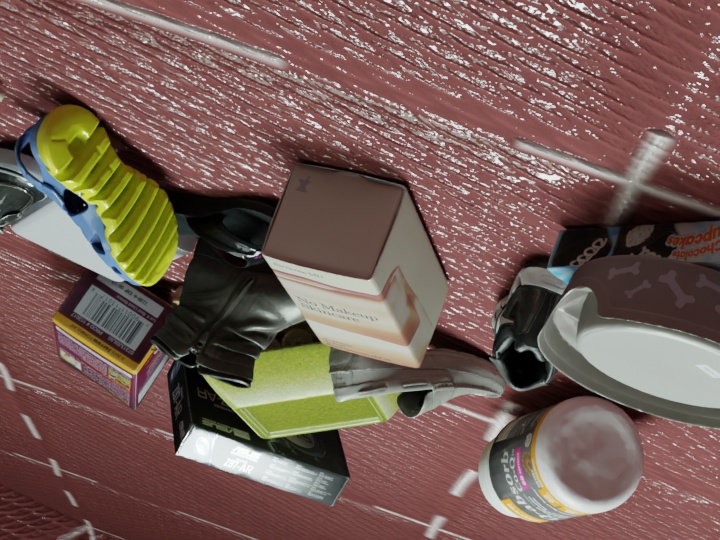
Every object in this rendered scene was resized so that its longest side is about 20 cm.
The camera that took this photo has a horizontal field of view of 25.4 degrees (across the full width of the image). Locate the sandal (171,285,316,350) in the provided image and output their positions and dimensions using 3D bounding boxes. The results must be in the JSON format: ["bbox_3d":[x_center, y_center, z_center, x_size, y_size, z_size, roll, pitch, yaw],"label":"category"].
[{"bbox_3d":[-0.112,0.071,1.669,0.210,0.070,0.078,10,159,26],"label":"sandal"}]

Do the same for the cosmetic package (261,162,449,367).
[{"bbox_3d":[0.000,0.000,1.333,0.103,0.088,0.200,14,160,21],"label":"cosmetic package"}]

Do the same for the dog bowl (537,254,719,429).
[{"bbox_3d":[0.233,0.053,1.172,0.199,0.059,0.200,17,161,6],"label":"dog bowl"}]

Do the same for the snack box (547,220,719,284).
[{"bbox_3d":[0.251,0.007,1.178,0.116,0.037,0.199,34,157,-36],"label":"snack box"}]

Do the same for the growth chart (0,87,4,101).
[{"bbox_3d":[-0.391,-0.167,1.377,0.144,0.018,0.200,30,158,-26],"label":"growth chart"}]

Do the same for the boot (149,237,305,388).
[{"bbox_3d":[-0.089,0.056,1.507,0.199,0.131,0.068,17,161,9],"label":"boot"}]

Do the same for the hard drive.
[{"bbox_3d":[-0.256,-0.039,1.578,0.131,0.027,0.200,28,159,-22],"label":"hard drive"}]

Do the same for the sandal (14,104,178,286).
[{"bbox_3d":[-0.231,-0.067,1.387,0.087,0.080,0.201,8,141,42],"label":"sandal"}]

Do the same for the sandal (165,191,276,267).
[{"bbox_3d":[-0.123,-0.031,1.432,0.199,0.048,0.075,8,157,34],"label":"sandal"}]

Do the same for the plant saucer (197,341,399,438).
[{"bbox_3d":[-0.052,0.129,1.667,0.198,0.048,0.200,-8,160,7],"label":"plant saucer"}]

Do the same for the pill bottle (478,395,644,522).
[{"bbox_3d":[0.199,0.199,1.638,0.116,0.117,0.200,23,161,-11],"label":"pill bottle"}]

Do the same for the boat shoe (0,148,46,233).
[{"bbox_3d":[-0.351,-0.065,1.532,0.072,0.071,0.200,29,159,-24],"label":"boat shoe"}]

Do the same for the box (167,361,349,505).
[{"bbox_3d":[-0.119,0.177,1.824,0.199,0.044,0.161,22,-157,-21],"label":"box"}]

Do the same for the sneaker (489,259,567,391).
[{"bbox_3d":[0.140,0.064,1.364,0.066,0.091,0.200,19,161,4],"label":"sneaker"}]

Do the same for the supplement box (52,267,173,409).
[{"bbox_3d":[-0.272,0.073,1.778,0.110,0.086,0.200,33,162,2],"label":"supplement box"}]

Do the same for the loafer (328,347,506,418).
[{"bbox_3d":[0.056,0.110,1.560,0.199,0.070,0.070,10,167,-28],"label":"loafer"}]
